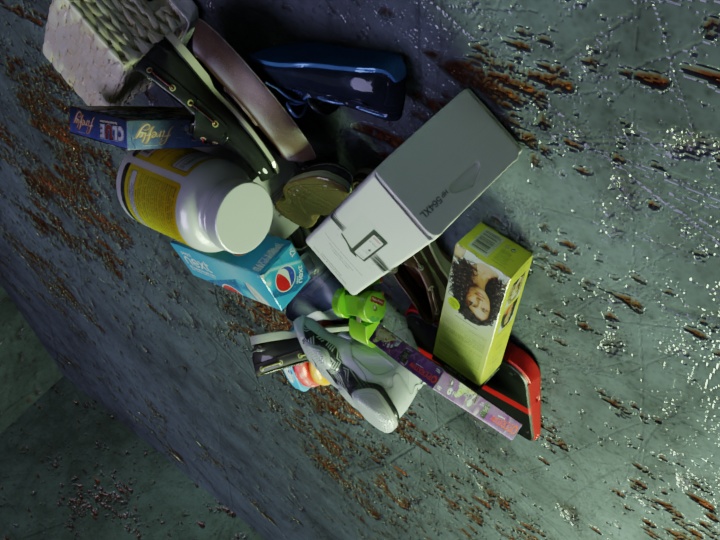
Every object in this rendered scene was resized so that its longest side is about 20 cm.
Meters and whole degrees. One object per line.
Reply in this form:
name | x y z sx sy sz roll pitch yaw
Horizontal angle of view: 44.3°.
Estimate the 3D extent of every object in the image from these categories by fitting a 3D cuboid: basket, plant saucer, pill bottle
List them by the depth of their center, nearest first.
plant saucer | -0.126 -0.194 0.999 0.200 0.032 0.200 48 178 2
pill bottle | -0.201 -0.088 1.075 0.199 0.112 0.113 23 147 41
basket | -0.303 -0.295 1.091 0.136 0.123 0.200 49 154 -8

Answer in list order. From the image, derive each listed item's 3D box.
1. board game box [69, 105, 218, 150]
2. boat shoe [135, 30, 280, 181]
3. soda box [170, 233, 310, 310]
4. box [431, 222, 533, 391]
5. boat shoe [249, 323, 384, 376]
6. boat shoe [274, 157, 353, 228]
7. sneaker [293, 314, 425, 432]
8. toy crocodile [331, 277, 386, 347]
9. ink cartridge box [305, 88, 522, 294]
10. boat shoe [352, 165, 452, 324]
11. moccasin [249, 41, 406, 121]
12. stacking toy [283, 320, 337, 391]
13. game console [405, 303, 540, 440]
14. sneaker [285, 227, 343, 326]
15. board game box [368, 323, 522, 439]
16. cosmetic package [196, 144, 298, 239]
board game box | -0.237 -0.179 1.094 0.135 0.198 0.035 19 110 42
boat shoe | -0.172 -0.177 1.018 0.202 0.063 0.074 48 175 -19
soda box | -0.161 -0.015 1.171 0.199 0.064 0.068 19 148 43
box | 0.133 0.045 0.994 0.075 0.050 0.201 33 143 25
boat shoe | -0.060 0.113 1.280 0.072 0.198 0.062 30 -127 -80
boat shoe | -0.052 -0.103 1.051 0.071 0.067 0.201 28 165 -12
sneaker | 0.006 0.112 1.185 0.200 0.115 0.075 43 161 20
toy crocodile | 0.000 0.000 1.108 0.067 0.061 0.203 5 106 48
ink cartridge box | 0.047 -0.073 0.875 0.084 0.146 0.200 47 153 -3
boat shoe | 0.048 -0.025 1.023 0.203 0.075 0.074 52 153 -13
moccasin | -0.040 -0.188 0.904 0.199 0.080 0.069 22 133 41
stacking toy | -0.014 0.137 1.342 0.198 0.110 0.117 11 138 32
game console | 0.148 0.128 1.156 0.199 0.031 0.178 28 153 32
sneaker | -0.088 0.005 1.259 0.147 0.077 0.202 49 153 -12
board game box | 0.104 0.136 1.061 0.119 0.033 0.200 28 173 44
cosmetic package | -0.168 -0.115 1.199 0.199 0.085 0.108 20 144 42
